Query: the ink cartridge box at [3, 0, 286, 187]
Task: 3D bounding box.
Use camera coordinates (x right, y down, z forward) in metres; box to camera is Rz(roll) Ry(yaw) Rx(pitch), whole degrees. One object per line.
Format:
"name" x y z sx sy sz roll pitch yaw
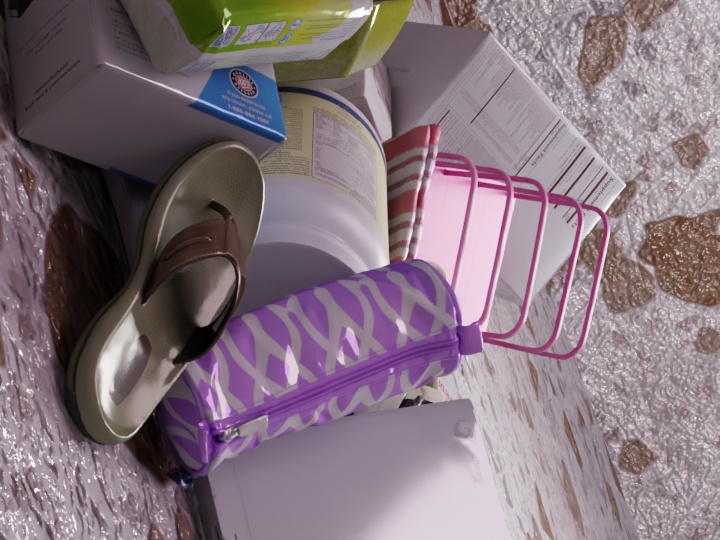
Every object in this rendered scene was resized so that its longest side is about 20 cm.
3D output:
"ink cartridge box" -0.135 -0.159 1.246 0.144 0.084 0.201 20 47 -41

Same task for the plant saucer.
"plant saucer" -0.069 -0.154 1.430 0.200 0.198 0.048 -45 129 -78

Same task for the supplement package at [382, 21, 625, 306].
"supplement package" 0.087 -0.100 1.851 0.200 0.147 0.191 45 -11 -25

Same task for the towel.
"towel" 0.000 0.000 1.517 0.030 0.146 0.201 24 63 -28

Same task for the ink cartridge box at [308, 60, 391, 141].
"ink cartridge box" -0.037 -0.141 1.744 0.200 0.116 0.068 -90 158 -62

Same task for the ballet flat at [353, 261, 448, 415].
"ballet flat" 0.035 0.079 1.483 0.070 0.069 0.201 56 31 -54

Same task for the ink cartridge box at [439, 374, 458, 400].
"ink cartridge box" 0.020 0.052 1.795 0.146 0.084 0.201 54 20 -57

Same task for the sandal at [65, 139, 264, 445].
"sandal" -0.096 0.014 1.164 0.080 0.057 0.202 52 48 -37

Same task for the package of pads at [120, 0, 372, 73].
"package of pads" -0.093 -0.212 1.207 0.154 0.068 0.201 -13 72 -52

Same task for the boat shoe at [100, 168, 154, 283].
"boat shoe" -0.131 -0.038 1.292 0.201 0.071 0.062 -99 -157 -43

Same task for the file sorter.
"file sorter" 0.091 -0.012 1.650 0.199 0.125 0.140 15 87 -49

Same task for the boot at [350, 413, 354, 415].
"boot" -0.011 0.126 1.609 0.200 0.069 0.133 -103 -174 -68

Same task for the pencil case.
"pencil case" -0.032 0.057 1.255 0.085 0.199 0.084 22 -51 57

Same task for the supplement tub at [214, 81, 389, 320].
"supplement tub" -0.052 -0.023 1.409 0.201 0.144 0.146 -91 160 -56

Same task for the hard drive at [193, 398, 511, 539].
"hard drive" -0.002 0.158 1.311 0.026 0.199 0.133 -40 -119 57

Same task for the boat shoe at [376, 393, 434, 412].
"boat shoe" 0.010 0.176 1.374 0.072 0.060 0.202 103 9 -72
